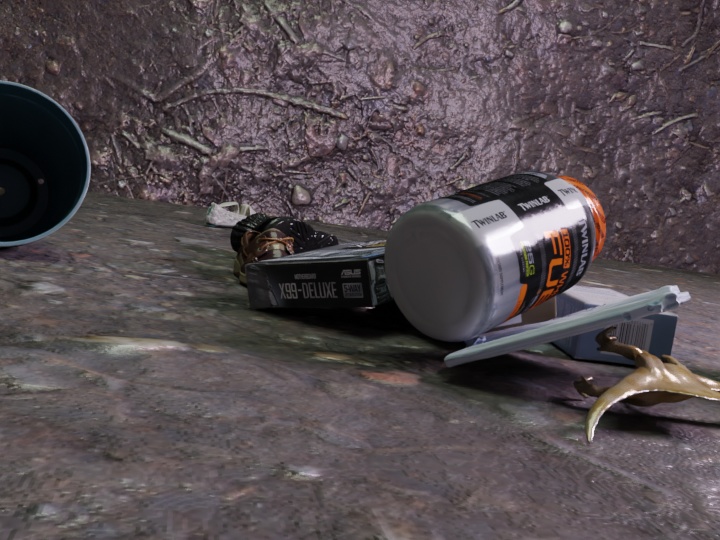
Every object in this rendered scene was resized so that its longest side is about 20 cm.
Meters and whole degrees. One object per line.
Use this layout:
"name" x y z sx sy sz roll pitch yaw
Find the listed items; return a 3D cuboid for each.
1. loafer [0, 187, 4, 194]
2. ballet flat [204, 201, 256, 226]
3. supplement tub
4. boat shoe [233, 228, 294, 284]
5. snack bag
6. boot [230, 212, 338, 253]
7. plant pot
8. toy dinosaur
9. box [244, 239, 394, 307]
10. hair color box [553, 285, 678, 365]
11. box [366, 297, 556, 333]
"loafer" -0.568 -0.107 1.278 0.073 0.071 0.200 6 6 -16
"ballet flat" -0.305 -0.138 1.991 0.072 0.072 0.200 12 6 34
"supplement tub" 0.129 -0.021 0.721 0.200 0.123 0.122 -21 24 -39
"boat shoe" -0.121 -0.019 1.030 0.072 0.072 0.200 6 6 -19
"snack bag" 0.174 0.044 0.667 0.188 0.021 0.200 -18 -8 24
"boot" -0.145 -0.051 1.253 0.158 0.080 0.211 18 -1 24
"plant pot" -0.462 -0.116 1.020 0.200 0.200 0.188 5 -9 -25
"toy dinosaur" 0.210 0.081 0.580 0.200 0.058 0.101 4 8 -33
"box" 0.000 0.000 0.862 0.158 0.050 0.200 -1 8 35
"hair color box" 0.261 0.055 0.889 0.099 0.061 0.200 8 6 -3
"box" 0.097 0.034 0.849 0.121 0.032 0.200 -9 8 -25
